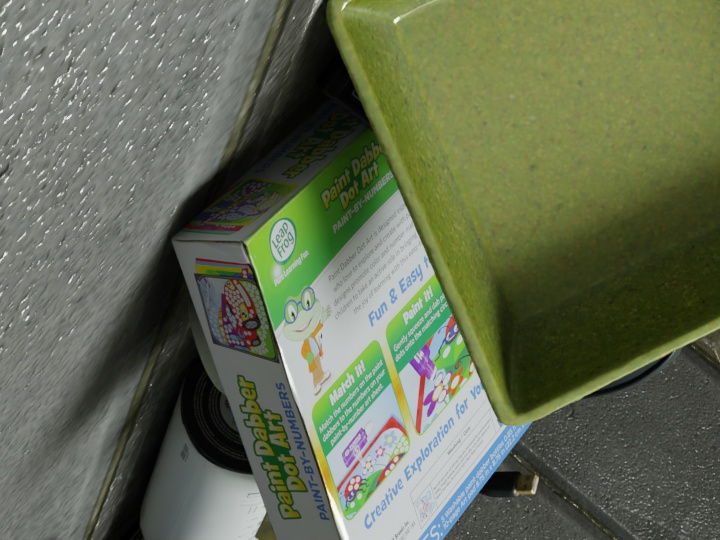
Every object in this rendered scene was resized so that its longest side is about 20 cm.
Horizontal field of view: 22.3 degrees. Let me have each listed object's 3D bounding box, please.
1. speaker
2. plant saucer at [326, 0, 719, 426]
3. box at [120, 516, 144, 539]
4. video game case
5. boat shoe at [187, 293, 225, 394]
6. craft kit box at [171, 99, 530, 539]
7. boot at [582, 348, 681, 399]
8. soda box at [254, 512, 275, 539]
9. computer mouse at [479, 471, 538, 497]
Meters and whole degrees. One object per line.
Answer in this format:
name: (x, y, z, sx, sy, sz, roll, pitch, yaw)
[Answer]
speaker: (-0.080, 0.116, 1.071, 0.081, 0.081, 0.200, -48, 172, -27)
plant saucer: (0.106, -0.067, 0.752, 0.198, 0.201, 0.048, -25, -159, -3)
box: (-0.067, 0.174, 1.191, 0.200, 0.160, 0.044, -50, 132, -15)
video game case: (0.111, -0.093, 0.785, 0.181, 0.199, 0.026, -52, -160, 7)
boat shoe: (-0.026, 0.033, 0.913, 0.061, 0.074, 0.200, -20, 169, 11)
craft kit box: (0.013, 0.022, 0.833, 0.200, 0.048, 0.199, -45, 130, -45)
boot: (0.098, 0.055, 1.161, 0.199, 0.077, 0.168, -21, 171, 28)
soda box: (0.012, 0.097, 1.003, 0.068, 0.064, 0.200, -63, 173, 22)
computer mouse: (0.118, 0.087, 1.272, 0.198, 0.142, 0.046, -9, 177, 28)
